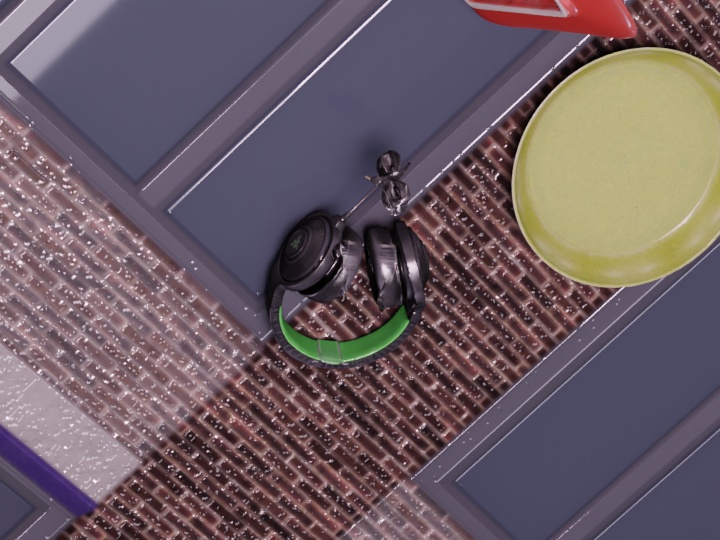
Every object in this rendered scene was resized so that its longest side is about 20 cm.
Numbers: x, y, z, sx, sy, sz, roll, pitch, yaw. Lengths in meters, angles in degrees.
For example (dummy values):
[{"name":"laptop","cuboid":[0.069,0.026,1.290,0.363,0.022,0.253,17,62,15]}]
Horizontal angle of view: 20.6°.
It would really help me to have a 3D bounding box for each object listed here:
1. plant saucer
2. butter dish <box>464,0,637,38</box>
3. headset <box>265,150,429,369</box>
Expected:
[{"name":"plant saucer","cuboid":[0.210,-0.084,1.558,0.198,0.031,0.202,-5,116,-11]},{"name":"butter dish","cuboid":[0.120,-0.276,1.378,0.148,0.199,0.200,-50,120,-14]},{"name":"headset","cuboid":[0.000,0.000,1.508,0.122,0.094,0.201,6,125,-17]}]
